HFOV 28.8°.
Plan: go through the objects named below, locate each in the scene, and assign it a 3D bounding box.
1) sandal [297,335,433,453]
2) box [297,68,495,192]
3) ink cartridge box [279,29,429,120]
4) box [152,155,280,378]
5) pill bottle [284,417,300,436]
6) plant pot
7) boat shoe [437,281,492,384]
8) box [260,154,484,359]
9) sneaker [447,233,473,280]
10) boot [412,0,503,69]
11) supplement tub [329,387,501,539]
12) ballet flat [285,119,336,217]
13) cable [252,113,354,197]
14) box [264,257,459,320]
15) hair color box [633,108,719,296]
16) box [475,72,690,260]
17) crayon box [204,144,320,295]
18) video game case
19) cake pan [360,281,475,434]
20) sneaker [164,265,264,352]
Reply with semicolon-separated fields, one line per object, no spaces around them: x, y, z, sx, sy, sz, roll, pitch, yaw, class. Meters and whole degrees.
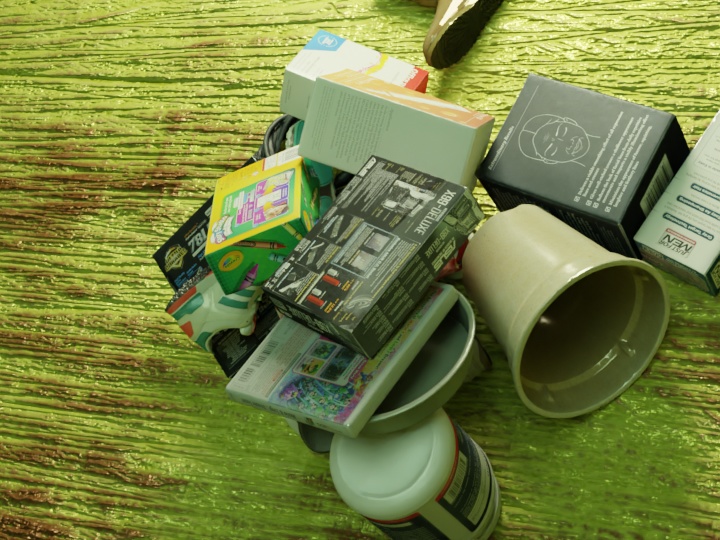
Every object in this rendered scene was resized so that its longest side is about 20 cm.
0.009;0.131;1.524;0.199;0.055;0.082;-31;89;18;sandal
0.044;-0.158;1.649;0.198;0.124;0.099;20;106;11;box
0.010;-0.221;1.781;0.198;0.068;0.117;22;42;11;ink cartridge box
-0.140;-0.003;1.758;0.200;0.050;0.200;-42;70;19;box
0.005;0.114;1.618;0.199;0.112;0.114;-28;54;30;pill bottle
0.211;0.028;1.558;0.200;0.201;0.184;-41;43;1;plant pot
0.081;0.050;1.667;0.064;0.071;0.201;-35;56;4;boat shoe
0.012;-0.020;1.471;0.157;0.050;0.201;22;67;46;box
0.074;-0.090;1.712;0.078;0.115;0.201;-39;55;10;sneaker
0.081;-0.368;1.892;0.199;0.066;0.175;30;68;34;boot
0.064;0.223;1.506;0.138;0.200;0.142;-11;60;20;supplement tub
-0.066;-0.091;1.785;0.071;0.072;0.203;-17;80;17;ballet flat
-0.051;-0.152;1.858;0.197;0.051;0.166;-5;68;21;cable
0.000;0.000;1.615;0.198;0.102;0.096;-27;83;17;box
0.406;-0.083;1.581;0.099;0.061;0.201;30;80;35;hair color box
0.262;-0.121;1.645;0.198;0.107;0.150;23;76;32;box
-0.110;-0.062;1.618;0.117;0.059;0.201;-21;28;10;crayon box
-0.020;0.077;1.461;0.180;0.024;0.200;11;51;41;video game case
0.032;0.093;1.458;0.198;0.037;0.202;-19;37;14;cake pan
-0.138;0.022;1.704;0.199;0.094;0.070;-34;11;12;sneaker
